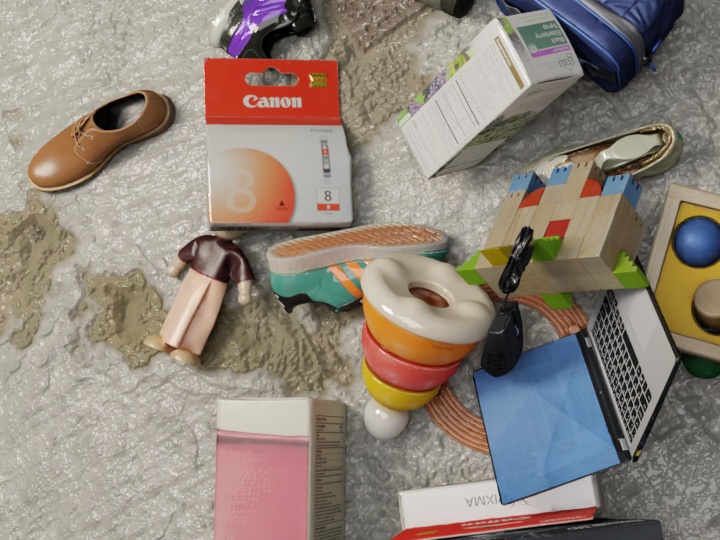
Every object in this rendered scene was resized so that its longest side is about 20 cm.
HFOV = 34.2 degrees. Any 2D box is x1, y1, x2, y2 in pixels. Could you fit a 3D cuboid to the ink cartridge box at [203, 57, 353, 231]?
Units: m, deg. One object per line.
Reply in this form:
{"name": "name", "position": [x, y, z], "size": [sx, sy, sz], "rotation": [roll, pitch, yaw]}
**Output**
{"name": "ink cartridge box", "position": [-0.092, -0.145, 1.306], "size": [0.161, 0.050, 0.201], "rotation": [-1, 84, -12]}

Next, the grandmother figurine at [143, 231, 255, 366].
{"name": "grandmother figurine", "position": [-0.171, 0.006, 1.333], "size": [0.121, 0.061, 0.201], "rotation": [21, 90, 16]}

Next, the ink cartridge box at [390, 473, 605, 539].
{"name": "ink cartridge box", "position": [0.136, 0.229, 1.159], "size": [0.199, 0.176, 0.045], "rotation": [-10, 81, 13]}

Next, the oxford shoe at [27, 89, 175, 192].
{"name": "oxford shoe", "position": [-0.322, -0.161, 1.391], "size": [0.199, 0.071, 0.072], "rotation": [-31, 77, 11]}

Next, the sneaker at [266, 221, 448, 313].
{"name": "sneaker", "position": [0.000, 0.000, 1.289], "size": [0.199, 0.071, 0.080], "rotation": [-7, 116, 2]}

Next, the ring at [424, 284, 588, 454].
{"name": "ring", "position": [0.153, 0.097, 1.255], "size": [0.199, 0.019, 0.202], "rotation": [-2, 81, 14]}

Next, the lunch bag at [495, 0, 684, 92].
{"name": "lunch bag", "position": [0.236, -0.276, 1.221], "size": [0.200, 0.136, 0.132], "rotation": [42, 92, 16]}

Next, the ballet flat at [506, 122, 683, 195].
{"name": "ballet flat", "position": [0.241, -0.112, 1.237], "size": [0.199, 0.062, 0.068], "rotation": [-22, 77, 11]}

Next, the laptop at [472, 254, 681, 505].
{"name": "laptop", "position": [0.199, 0.093, 1.128], "size": [0.115, 0.188, 0.201], "rotation": [5, 127, -10]}

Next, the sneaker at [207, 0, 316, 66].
{"name": "sneaker", "position": [-0.084, -0.322, 1.355], "size": [0.099, 0.070, 0.201], "rotation": [34, 96, 10]}

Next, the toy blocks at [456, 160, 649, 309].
{"name": "toy blocks", "position": [0.206, -0.047, 1.161], "size": [0.199, 0.100, 0.137], "rotation": [-6, 48, 46]}

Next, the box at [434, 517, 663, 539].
{"name": "box", "position": [0.160, 0.300, 1.098], "size": [0.196, 0.200, 0.118], "rotation": [-4, 81, -14]}

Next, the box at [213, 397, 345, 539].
{"name": "box", "position": [-0.084, 0.237, 1.242], "size": [0.108, 0.128, 0.201], "rotation": [-2, 81, 15]}

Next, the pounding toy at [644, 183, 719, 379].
{"name": "pounding toy", "position": [0.365, 0.036, 1.141], "size": [0.183, 0.142, 0.201], "rotation": [16, 86, 17]}

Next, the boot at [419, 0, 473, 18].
{"name": "boot", "position": [0.093, -0.390, 1.316], "size": [0.130, 0.068, 0.201], "rotation": [26, 88, 22]}

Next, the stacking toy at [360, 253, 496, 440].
{"name": "stacking toy", "position": [0.044, 0.096, 1.227], "size": [0.146, 0.146, 0.201], "rotation": [30, 119, 17]}

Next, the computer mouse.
{"name": "computer mouse", "position": [0.150, 0.036, 1.129], "size": [0.034, 0.200, 0.059], "rotation": [25, 53, 17]}

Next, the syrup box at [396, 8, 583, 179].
{"name": "syrup box", "position": [0.129, -0.179, 1.207], "size": [0.200, 0.079, 0.082], "rotation": [-42, 71, 52]}
